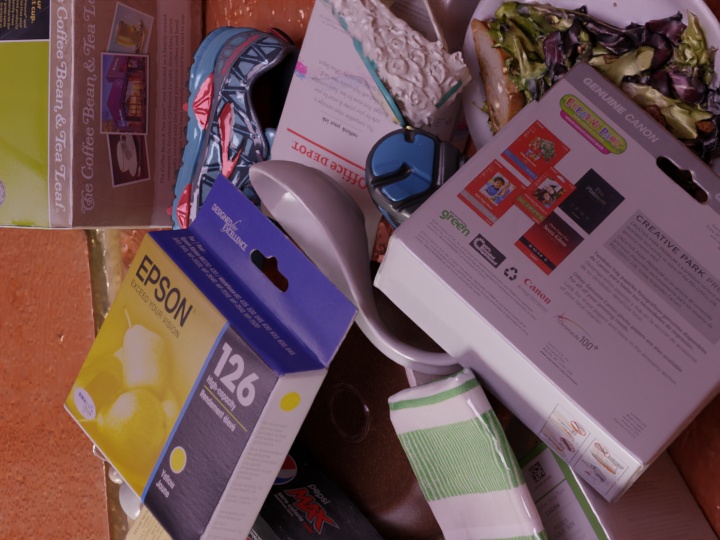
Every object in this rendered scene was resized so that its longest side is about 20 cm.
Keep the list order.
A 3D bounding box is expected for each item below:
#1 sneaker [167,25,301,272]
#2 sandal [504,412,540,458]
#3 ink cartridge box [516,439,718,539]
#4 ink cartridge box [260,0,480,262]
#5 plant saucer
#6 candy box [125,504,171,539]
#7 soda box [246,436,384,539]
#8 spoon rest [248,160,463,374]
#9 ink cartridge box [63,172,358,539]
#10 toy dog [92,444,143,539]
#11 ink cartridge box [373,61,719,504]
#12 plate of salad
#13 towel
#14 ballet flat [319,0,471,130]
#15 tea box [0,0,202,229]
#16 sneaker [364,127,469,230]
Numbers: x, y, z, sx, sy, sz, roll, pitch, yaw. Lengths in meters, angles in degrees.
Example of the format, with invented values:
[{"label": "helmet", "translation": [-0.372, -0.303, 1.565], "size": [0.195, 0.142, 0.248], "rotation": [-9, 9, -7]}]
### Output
[{"label": "sneaker", "translation": [-0.079, -0.075, 1.673], "size": [0.095, 0.079, 0.201], "rotation": [5, 94, 40]}, {"label": "sandal", "translation": [0.099, 0.163, 1.530], "size": [0.080, 0.054, 0.201], "rotation": [22, 106, 40]}, {"label": "ink cartridge box", "translation": [0.176, 0.192, 1.427], "size": [0.059, 0.104, 0.200], "rotation": [-45, 63, 34]}, {"label": "ink cartridge box", "translation": [0.013, -0.112, 1.594], "size": [0.116, 0.067, 0.201], "rotation": [30, 109, 38]}, {"label": "plant saucer", "translation": [0.003, 0.094, 1.604], "size": [0.200, 0.037, 0.201], "rotation": [18, 115, 43]}, {"label": "candy box", "translation": [-0.062, 0.233, 1.638], "size": [0.200, 0.115, 0.055], "rotation": [48, 123, 31]}, {"label": "soda box", "translation": [-0.045, 0.178, 1.599], "size": [0.200, 0.071, 0.063], "rotation": [48, 140, 29]}, {"label": "spoon rest", "translation": [0.000, 0.000, 1.522], "size": [0.200, 0.099, 0.061], "rotation": [39, 76, 11]}, {"label": "ink cartridge box", "translation": [-0.105, 0.061, 1.567], "size": [0.198, 0.047, 0.200], "rotation": [43, 115, 46]}, {"label": "toy dog", "translation": [-0.149, 0.101, 1.718], "size": [0.096, 0.132, 0.200], "rotation": [33, 108, 2]}, {"label": "ink cartridge box", "translation": [0.142, 0.004, 1.405], "size": [0.200, 0.176, 0.084], "rotation": [43, 159, 10]}, {"label": "plate of salad", "translation": [0.144, -0.104, 1.458], "size": [0.200, 0.048, 0.201], "rotation": [13, 115, 30]}, {"label": "towel", "translation": [0.079, 0.162, 1.449], "size": [0.201, 0.023, 0.153], "rotation": [69, 161, 2]}, {"label": "ballet flat", "translation": [0.007, -0.174, 1.523], "size": [0.072, 0.072, 0.200], "rotation": [-52, 60, 30]}, {"label": "tea box", "translation": [-0.231, -0.132, 1.773], "size": [0.196, 0.133, 0.201], "rotation": [5, 94, 43]}, {"label": "sneaker", "translation": [0.090, -0.021, 1.505], "size": [0.200, 0.082, 0.073], "rotation": [37, 79, 1]}]
